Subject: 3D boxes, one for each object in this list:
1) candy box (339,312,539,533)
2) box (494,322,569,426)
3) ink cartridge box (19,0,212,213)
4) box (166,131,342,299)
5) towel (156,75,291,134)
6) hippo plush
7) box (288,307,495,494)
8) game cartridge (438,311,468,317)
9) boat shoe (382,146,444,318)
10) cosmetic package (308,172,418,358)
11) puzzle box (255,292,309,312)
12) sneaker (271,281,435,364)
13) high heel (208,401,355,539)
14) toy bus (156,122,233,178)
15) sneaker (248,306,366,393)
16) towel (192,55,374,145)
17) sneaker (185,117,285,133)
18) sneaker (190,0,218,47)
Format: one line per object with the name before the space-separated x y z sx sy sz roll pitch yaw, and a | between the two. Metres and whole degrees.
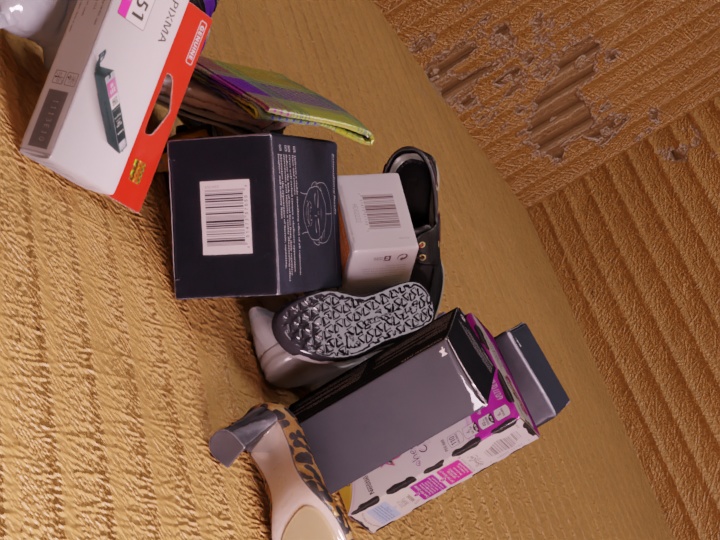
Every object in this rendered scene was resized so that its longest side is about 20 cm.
candy box | 0.061 0.152 1.732 0.061 0.200 0.137 44 18 -52
box | 0.115 0.155 1.916 0.107 0.200 0.148 59 12 5
ink cartridge box | -0.194 -0.161 1.500 0.043 0.201 0.173 15 -9 33
box | -0.097 -0.051 1.659 0.200 0.107 0.149 -4 91 -73
towel | -0.167 -0.184 1.771 0.199 0.032 0.191 20 13 5
hippo plush | -0.244 -0.232 1.527 0.161 0.159 0.200 51 14 -32
box | 0.022 0.127 1.633 0.079 0.200 0.141 59 12 -3
game cartridge | 0.058 0.090 1.942 0.038 0.129 0.200 63 -6 -2
boat shoe | 0.051 -0.033 1.864 0.063 0.073 0.202 28 63 -75
cosmetic package | 0.000 0.000 1.812 0.200 0.071 0.102 104 -23 -51
puzzle box | -0.075 0.018 1.932 0.200 0.025 0.133 44 20 -52
sneaker | -0.013 0.060 1.714 0.199 0.083 0.072 -6 76 -39
high heel | -0.039 0.200 1.505 0.200 0.071 0.143 51 17 6
toy bus | -0.160 -0.117 1.799 0.200 0.065 0.079 -56 130 -77
sneaker | -0.050 0.080 1.779 0.089 0.075 0.200 59 13 26
towel | -0.088 -0.171 1.705 0.143 0.023 0.200 9 17 -38
sneaker | -0.161 -0.197 2.032 0.104 0.060 0.200 42 17 34
sneaker | -0.208 -0.262 1.911 0.069 0.100 0.200 28 -25 -4
